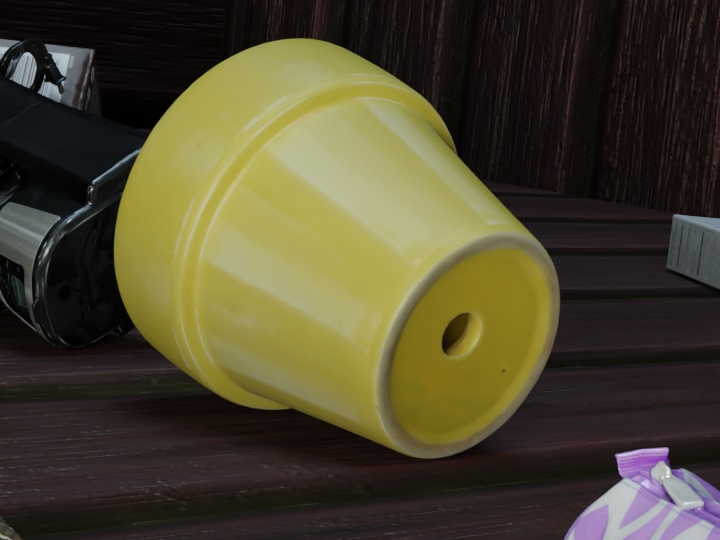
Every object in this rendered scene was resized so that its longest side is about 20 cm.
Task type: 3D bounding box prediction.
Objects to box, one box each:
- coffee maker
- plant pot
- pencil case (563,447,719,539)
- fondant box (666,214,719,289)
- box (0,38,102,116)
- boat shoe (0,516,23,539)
[{"bbox_3d":[-0.202,-0.060,1.556,0.199,0.193,0.135,23,-20,32],"label":"coffee maker"},{"bbox_3d":[0.000,0.000,1.310,0.200,0.202,0.188,1,23,-43],"label":"plant pot"},{"bbox_3d":[0.138,0.119,0.800,0.083,0.086,0.200,1,9,-25],"label":"pencil case"},{"bbox_3d":[0.393,-0.010,2.340,0.143,0.059,0.200,5,7,-12],"label":"fondant box"},{"bbox_3d":[-0.238,-0.079,1.773,0.099,0.075,0.200,6,-31,3],"label":"box"},{"bbox_3d":[-0.153,0.112,0.677,0.072,0.073,0.199,16,20,32],"label":"boat shoe"}]
